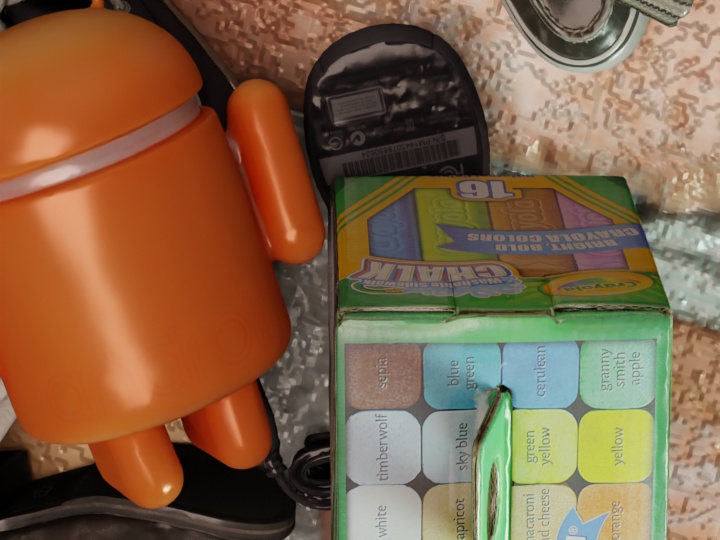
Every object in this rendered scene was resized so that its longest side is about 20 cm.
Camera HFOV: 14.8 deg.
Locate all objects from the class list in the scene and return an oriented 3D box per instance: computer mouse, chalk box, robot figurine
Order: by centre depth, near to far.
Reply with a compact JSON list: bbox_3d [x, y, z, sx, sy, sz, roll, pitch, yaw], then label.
[{"bbox_3d":[0.050,0.052,1.025,0.123,0.200,0.125,0,111,-2],"label":"chalk box"},{"bbox_3d":[-0.096,-0.013,1.061,0.143,0.117,0.201,-15,103,23],"label":"robot figurine"},{"bbox_3d":[0.000,0.000,1.138,0.139,0.046,0.201,-16,108,8],"label":"computer mouse"}]

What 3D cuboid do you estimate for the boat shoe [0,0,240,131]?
[{"bbox_3d":[-0.125,-0.111,1.133,0.200,0.063,0.073,45,107,0],"label":"boat shoe"}]

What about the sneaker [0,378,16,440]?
[{"bbox_3d":[-0.221,0.041,1.162,0.200,0.081,0.146,-51,54,2],"label":"sneaker"}]

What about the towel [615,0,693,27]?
[{"bbox_3d":[0.086,-0.219,1.021,0.192,0.035,0.201,29,86,-10],"label":"towel"}]

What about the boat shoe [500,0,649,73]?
[{"bbox_3d":[0.067,-0.172,1.075,0.070,0.064,0.201,-11,100,14],"label":"boat shoe"}]

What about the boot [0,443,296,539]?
[{"bbox_3d":[-0.114,0.168,1.197,0.199,0.069,0.175,0,105,20],"label":"boot"}]
